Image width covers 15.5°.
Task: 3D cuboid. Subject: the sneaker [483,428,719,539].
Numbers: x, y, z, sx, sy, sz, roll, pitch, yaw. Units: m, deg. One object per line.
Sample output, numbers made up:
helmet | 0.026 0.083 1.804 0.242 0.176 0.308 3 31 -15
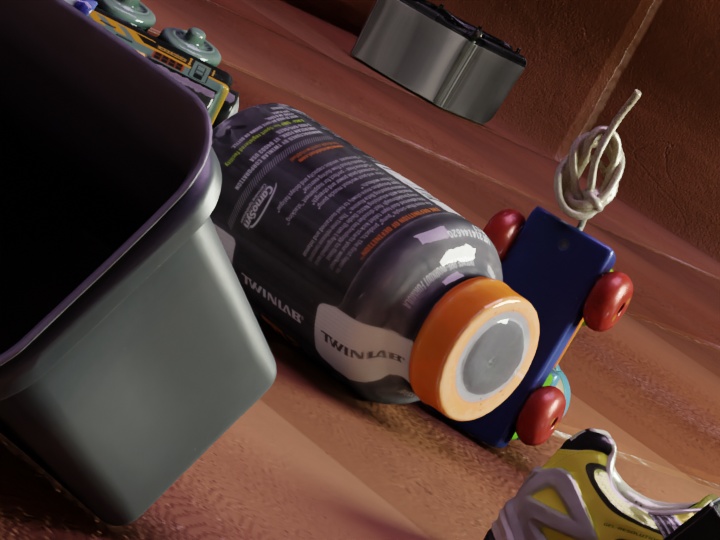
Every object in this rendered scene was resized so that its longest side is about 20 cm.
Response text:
sneaker | 0.151 0.140 1.103 0.200 0.076 0.075 31 6 5

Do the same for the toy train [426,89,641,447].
toy train | 0.116 0.002 1.434 0.085 0.200 0.116 31 4 19

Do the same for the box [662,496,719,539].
box | 0.198 0.150 1.028 0.160 0.044 0.200 53 22 11

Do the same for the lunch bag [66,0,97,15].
lunch bag | -0.227 -0.116 1.281 0.170 0.124 0.200 27 -7 -8

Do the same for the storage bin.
storage bin | -0.128 -0.002 0.892 0.200 0.146 0.134 34 -18 37

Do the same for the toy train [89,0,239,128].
toy train | -0.175 -0.144 1.786 0.200 0.085 0.114 28 17 -6

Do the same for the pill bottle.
pill bottle | 0.000 0.000 1.363 0.200 0.106 0.106 35 10 37

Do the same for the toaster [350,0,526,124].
toaster | 0.106 -0.298 3.618 0.181 0.119 0.200 32 8 25
